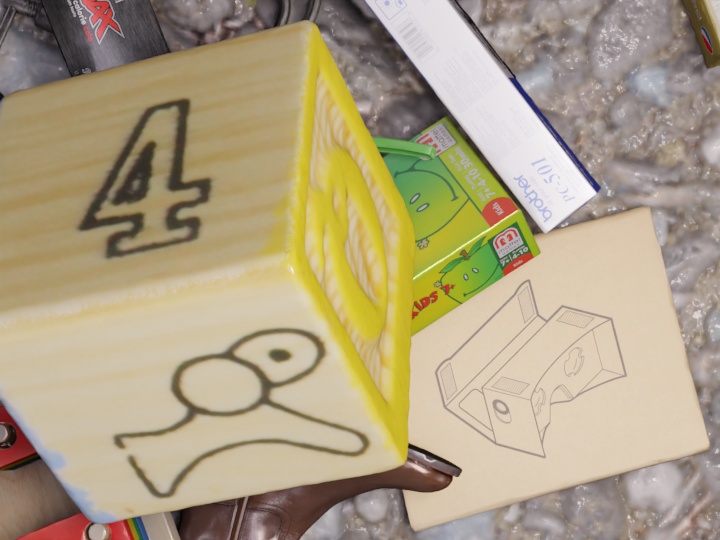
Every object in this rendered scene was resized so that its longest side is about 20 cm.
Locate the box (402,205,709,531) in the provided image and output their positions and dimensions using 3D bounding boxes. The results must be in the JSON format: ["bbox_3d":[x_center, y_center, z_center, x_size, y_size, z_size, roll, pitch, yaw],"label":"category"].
[{"bbox_3d":[0.109,0.062,1.643,0.199,0.021,0.164,-14,88,-3],"label":"box"}]

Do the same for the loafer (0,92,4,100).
[{"bbox_3d":[-0.297,-0.141,1.603,0.200,0.071,0.073,36,87,14],"label":"loafer"}]

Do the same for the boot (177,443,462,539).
[{"bbox_3d":[-0.041,0.192,1.601,0.186,0.064,0.201,10,84,23],"label":"boot"}]

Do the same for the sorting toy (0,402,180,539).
[{"bbox_3d":[-0.223,0.160,1.582,0.198,0.070,0.201,-22,83,8],"label":"sorting toy"}]

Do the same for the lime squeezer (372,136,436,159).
[{"bbox_3d":[-0.051,-0.062,1.617,0.199,0.071,0.038,-24,132,14],"label":"lime squeezer"}]

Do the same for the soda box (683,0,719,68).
[{"bbox_3d":[0.305,-0.194,1.635,0.199,0.068,0.064,-20,89,-2],"label":"soda box"}]

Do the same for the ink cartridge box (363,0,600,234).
[{"bbox_3d":[0.072,-0.116,1.611,0.044,0.094,0.200,-38,89,7],"label":"ink cartridge box"}]

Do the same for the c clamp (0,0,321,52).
[{"bbox_3d":[-0.131,-0.162,1.647,0.199,0.027,0.172,16,82,1],"label":"c clamp"}]

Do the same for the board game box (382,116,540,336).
[{"bbox_3d":[0.000,0.000,1.604,0.200,0.048,0.102,-33,49,-3],"label":"board game box"}]

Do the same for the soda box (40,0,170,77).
[{"bbox_3d":[-0.162,-0.161,1.596,0.063,0.071,0.201,-22,83,-3],"label":"soda box"}]

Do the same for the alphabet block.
[{"bbox_3d":[-0.092,0.004,1.476,0.199,0.196,0.197,-11,49,15],"label":"alphabet block"}]
